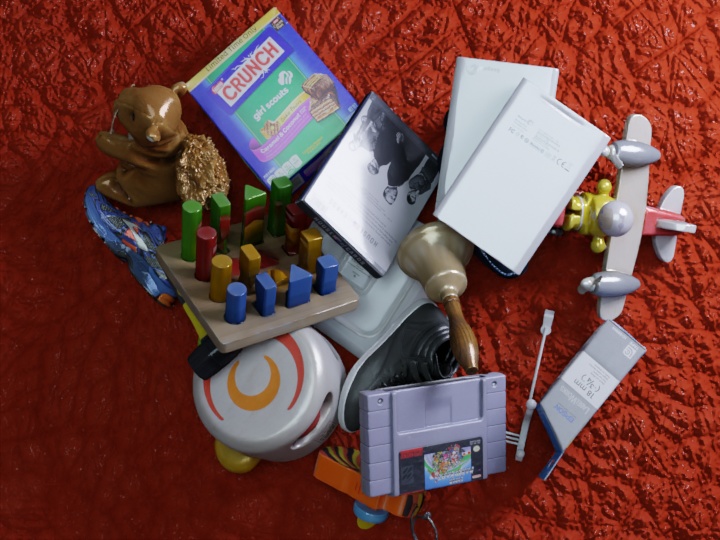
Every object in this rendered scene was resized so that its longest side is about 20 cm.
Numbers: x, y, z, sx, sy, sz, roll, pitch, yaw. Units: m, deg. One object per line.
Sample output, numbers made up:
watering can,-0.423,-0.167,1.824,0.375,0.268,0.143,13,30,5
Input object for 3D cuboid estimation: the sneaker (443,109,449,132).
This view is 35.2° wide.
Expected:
sneaker,0.206,-0.193,1.488,0.197,0.090,0.071,11,84,6

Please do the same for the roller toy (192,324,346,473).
roller toy,-0.113,0.153,1.474,0.180,0.140,0.203,-9,72,14

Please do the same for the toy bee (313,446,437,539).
toy bee,0.039,0.289,1.468,0.200,0.108,0.132,49,121,23

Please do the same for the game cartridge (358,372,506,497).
game cartridge,0.092,0.201,1.389,0.197,0.038,0.132,-6,94,-27

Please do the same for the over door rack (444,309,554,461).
over door rack,0.162,0.133,1.481,0.145,0.067,0.203,12,83,8

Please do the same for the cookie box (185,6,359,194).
cookie box,-0.114,-0.227,1.563,0.171,0.075,0.201,-41,79,-1

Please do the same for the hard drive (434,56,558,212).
hard drive,0.172,-0.160,1.439,0.130,0.026,0.203,9,93,12

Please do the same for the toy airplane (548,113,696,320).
toy airplane,0.332,-0.065,1.450,0.198,0.141,0.201,-36,92,8

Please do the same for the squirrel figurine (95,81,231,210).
squirrel figurine,-0.249,-0.165,1.503,0.198,0.187,0.142,30,61,0

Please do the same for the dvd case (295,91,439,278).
dvd case,0.018,-0.113,1.483,0.150,0.025,0.201,42,60,-18

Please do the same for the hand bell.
hand bell,0.112,0.046,1.398,0.103,0.105,0.202,-16,47,4

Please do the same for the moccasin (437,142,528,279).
moccasin,0.152,-0.078,1.490,0.080,0.068,0.201,-33,81,1

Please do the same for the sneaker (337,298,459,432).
sneaker,0.053,0.135,1.435,0.201,0.071,0.099,-52,39,-2

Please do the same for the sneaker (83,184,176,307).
sneaker,-0.307,-0.043,1.569,0.078,0.075,0.200,-41,87,-10

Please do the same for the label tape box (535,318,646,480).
label tape box,0.265,0.162,1.423,0.063,0.144,0.201,39,87,10

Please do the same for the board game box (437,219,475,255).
board game box,0.167,-0.122,1.541,0.103,0.023,0.203,9,83,11

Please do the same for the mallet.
mallet,-0.209,0.042,1.446,0.065,0.041,0.202,-31,58,10

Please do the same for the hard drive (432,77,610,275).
hard drive,0.198,-0.116,1.405,0.131,0.025,0.201,34,94,3

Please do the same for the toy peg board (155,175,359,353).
toy peg board,-0.130,-0.021,1.434,0.198,0.099,0.199,-18,46,-27

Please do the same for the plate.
plate,0.000,0.000,1.528,0.198,0.032,0.202,33,91,13
